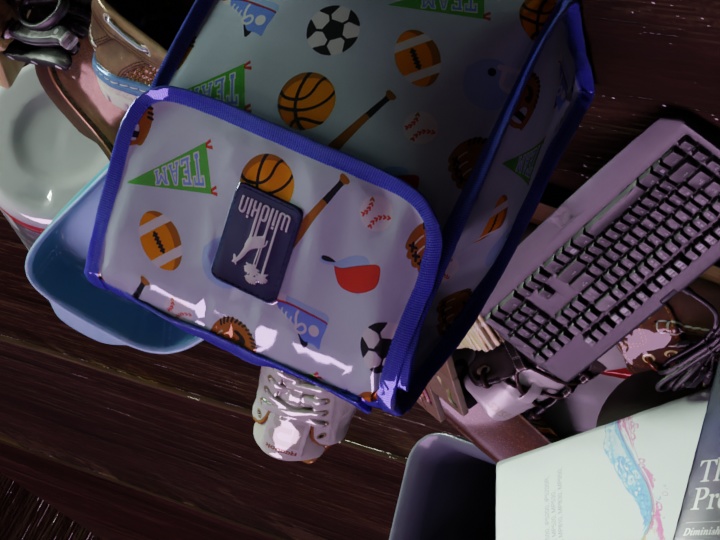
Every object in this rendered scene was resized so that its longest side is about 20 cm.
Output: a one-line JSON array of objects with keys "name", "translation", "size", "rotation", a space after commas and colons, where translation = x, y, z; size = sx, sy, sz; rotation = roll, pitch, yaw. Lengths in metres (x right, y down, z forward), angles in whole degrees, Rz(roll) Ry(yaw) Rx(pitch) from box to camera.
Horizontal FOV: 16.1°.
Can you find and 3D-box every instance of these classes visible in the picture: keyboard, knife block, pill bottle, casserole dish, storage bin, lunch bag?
[{"name": "keyboard", "translation": [0.148, 0.005, 1.256], "size": [0.127, 0.021, 0.200], "rotation": [31, 142, -11]}, {"name": "knife block", "translation": [-0.229, -0.173, 1.395], "size": [0.200, 0.064, 0.176], "rotation": [26, 165, 7]}, {"name": "pill bottle", "translation": [-0.166, -0.048, 1.612], "size": [0.114, 0.114, 0.200], "rotation": [24, 166, 14]}, {"name": "casserole dish", "translation": [-0.108, -0.025, 1.466], "size": [0.121, 0.039, 0.200], "rotation": [31, 133, -21]}, {"name": "storage bin", "translation": [0.144, 0.188, 1.867], "size": [0.200, 0.146, 0.134], "rotation": [18, -170, 33]}, {"name": "lunch bag", "translation": [-0.011, -0.050, 1.148], "size": [0.170, 0.200, 0.124], "rotation": [23, 165, 20]}]

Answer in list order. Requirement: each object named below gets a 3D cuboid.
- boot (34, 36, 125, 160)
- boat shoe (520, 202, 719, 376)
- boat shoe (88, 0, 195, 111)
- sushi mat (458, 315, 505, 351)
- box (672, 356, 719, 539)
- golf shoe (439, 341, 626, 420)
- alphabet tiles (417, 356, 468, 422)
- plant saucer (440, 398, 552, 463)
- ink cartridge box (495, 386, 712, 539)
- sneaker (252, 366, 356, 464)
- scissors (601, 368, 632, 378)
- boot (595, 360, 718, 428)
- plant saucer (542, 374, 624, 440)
[{"name": "boot", "translation": [-0.100, -0.072, 1.483], "size": [0.200, 0.074, 0.075], "rotation": [45, 150, -23]}, {"name": "boat shoe", "translation": [0.156, 0.022, 1.346], "size": [0.200, 0.070, 0.070], "rotation": [19, 175, 30]}, {"name": "boat shoe", "translation": [-0.058, -0.106, 1.290], "size": [0.200, 0.072, 0.072], "rotation": [11, 139, 26]}, {"name": "sushi mat", "translation": [0.002, -0.038, 1.390], "size": [0.200, 0.012, 0.096], "rotation": [55, 160, -11]}, {"name": "box", "translation": [0.254, 0.079, 1.149], "size": [0.200, 0.141, 0.079], "rotation": [-8, 143, 44]}, {"name": "golf shoe", "translation": [0.115, 0.050, 1.482], "size": [0.078, 0.095, 0.200], "rotation": [34, 163, -22]}, {"name": "alphabet tiles", "translation": [0.000, 0.000, 1.509], "size": [0.166, 0.006, 0.200], "rotation": [40, 158, 42]}, {"name": "plant saucer", "translation": [0.055, 0.076, 1.684], "size": [0.200, 0.034, 0.200], "rotation": [41, 177, 3]}, {"name": "ink cartridge box", "translation": [0.188, 0.161, 1.335], "size": [0.200, 0.145, 0.145], "rotation": [-22, 140, 31]}, {"name": "sneaker", "translation": [-0.027, 0.071, 1.528], "size": [0.073, 0.085, 0.200], "rotation": [21, 164, 10]}, {"name": "scissors", "translation": [0.133, 0.051, 1.553], "size": [0.200, 0.014, 0.073], "rotation": [12, 168, 21]}, {"name": "boot", "translation": [0.259, 0.113, 1.441], "size": [0.186, 0.064, 0.200], "rotation": [-13, 143, 44]}, {"name": "plant saucer", "translation": [0.190, 0.119, 1.670], "size": [0.200, 0.050, 0.200], "rotation": [26, 166, 7]}]
